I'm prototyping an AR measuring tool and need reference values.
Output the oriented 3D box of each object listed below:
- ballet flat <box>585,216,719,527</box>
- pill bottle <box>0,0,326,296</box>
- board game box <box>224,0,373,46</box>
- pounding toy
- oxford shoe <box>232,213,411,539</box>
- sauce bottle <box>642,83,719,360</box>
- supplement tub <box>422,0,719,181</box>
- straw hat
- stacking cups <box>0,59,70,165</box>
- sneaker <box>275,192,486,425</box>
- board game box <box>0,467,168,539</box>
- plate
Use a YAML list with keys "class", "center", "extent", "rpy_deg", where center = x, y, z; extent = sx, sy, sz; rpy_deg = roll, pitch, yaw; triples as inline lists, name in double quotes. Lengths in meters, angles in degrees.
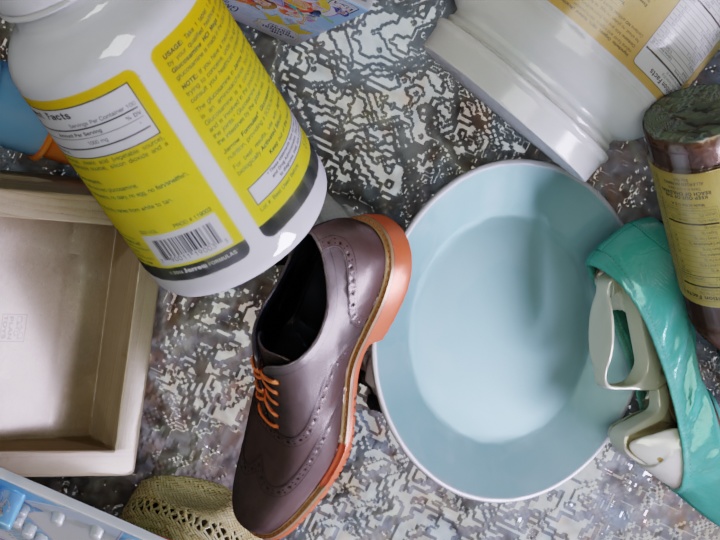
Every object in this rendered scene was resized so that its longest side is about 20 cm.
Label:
- class: "ballet flat"
  center: [0.174, 0.070, 1.081]
  extent: [0.070, 0.067, 0.202]
  rpy_deg: [-19, 101, -13]
- class: "pill bottle"
  center: [-0.108, -0.094, 0.929]
  extent: [0.112, 0.113, 0.201]
  rpy_deg: [-31, 122, 2]
- class: "board game box"
  center: [-0.098, -0.185, 0.991]
  extent: [0.198, 0.134, 0.035]
  rpy_deg: [22, 82, -18]
- class: "pounding toy"
  center: [-0.233, 0.008, 1.018]
  extent: [0.198, 0.142, 0.186]
  rpy_deg: [4, 98, -36]
- class: "oxford shoe"
  center: [-0.041, 0.060, 1.004]
  extent: [0.071, 0.072, 0.202]
  rpy_deg: [32, 111, 37]
- class: "sauce bottle"
  center: [0.206, -0.006, 1.011]
  extent: [0.064, 0.065, 0.201]
  rpy_deg: [-20, 123, 0]
- class: "supplement tub"
  center: [0.142, -0.165, 1.019]
  extent: [0.144, 0.144, 0.201]
  rpy_deg: [39, 94, -6]
- class: "straw hat"
  center: [-0.103, 0.170, 1.075]
  extent: [0.199, 0.201, 0.086]
  rpy_deg: [23, 57, -5]
- class: "stacking cups"
  center: [-0.199, -0.096, 1.033]
  extent: [0.198, 0.060, 0.061]
  rpy_deg: [15, 97, -30]
- class: "sneaker"
  center: [0.000, 0.000, 1.076]
  extent: [0.081, 0.075, 0.201]
  rpy_deg: [-36, 103, -7]
- class: "board game box"
  center: [-0.152, 0.188, 1.022]
  extent: [0.198, 0.200, 0.026]
  rpy_deg: [25, 57, -9]
- class: "plate"
  center: [0.086, 0.035, 1.071]
  extent: [0.198, 0.025, 0.203]
  rpy_deg: [-3, 96, -32]
